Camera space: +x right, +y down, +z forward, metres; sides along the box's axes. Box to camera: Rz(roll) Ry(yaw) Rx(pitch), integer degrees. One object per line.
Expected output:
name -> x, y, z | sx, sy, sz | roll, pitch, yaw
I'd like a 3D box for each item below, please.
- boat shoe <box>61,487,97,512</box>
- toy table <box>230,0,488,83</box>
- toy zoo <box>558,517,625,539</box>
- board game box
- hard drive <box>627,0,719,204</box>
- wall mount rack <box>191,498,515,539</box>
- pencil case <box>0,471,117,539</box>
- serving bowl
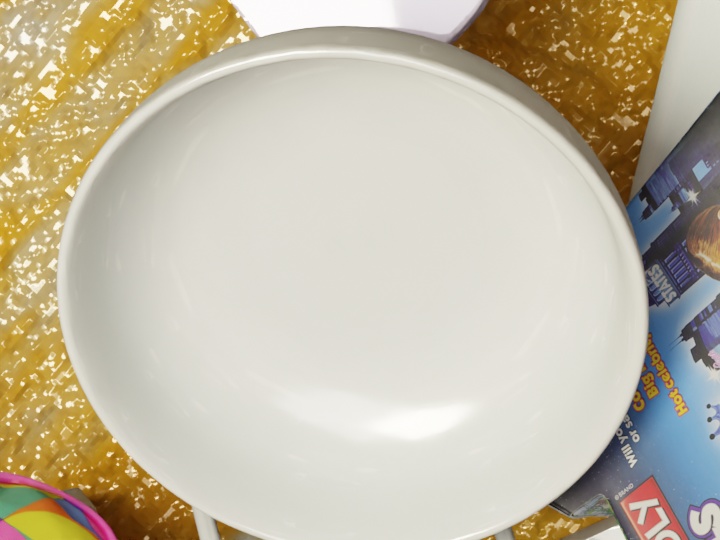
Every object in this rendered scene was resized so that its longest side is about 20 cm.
boat shoe -> -0.173, 0.164, 0.996 | 0.201, 0.075, 0.086 | -31, 92, 13
toy table -> 0.006, -0.171, 0.912 | 0.183, 0.117, 0.201 | 14, 98, 6
toy zoo -> 0.099, 0.167, 0.987 | 0.199, 0.020, 0.132 | -25, 93, 10
board game box -> 0.134, 0.050, 0.887 | 0.200, 0.062, 0.201 | -39, 64, 30
hard drive -> 0.175, -0.083, 0.920 | 0.132, 0.027, 0.201 | 18, 100, 32
wall mount rack -> -0.006, 0.121, 0.930 | 0.199, 0.075, 0.175 | 1, 83, -19
pencil case -> -0.157, 0.167, 0.903 | 0.088, 0.088, 0.201 | 28, 108, 3
serving bowl -> 0.000, 0.000, 0.871 | 0.199, 0.066, 0.201 | 4, 121, 6
